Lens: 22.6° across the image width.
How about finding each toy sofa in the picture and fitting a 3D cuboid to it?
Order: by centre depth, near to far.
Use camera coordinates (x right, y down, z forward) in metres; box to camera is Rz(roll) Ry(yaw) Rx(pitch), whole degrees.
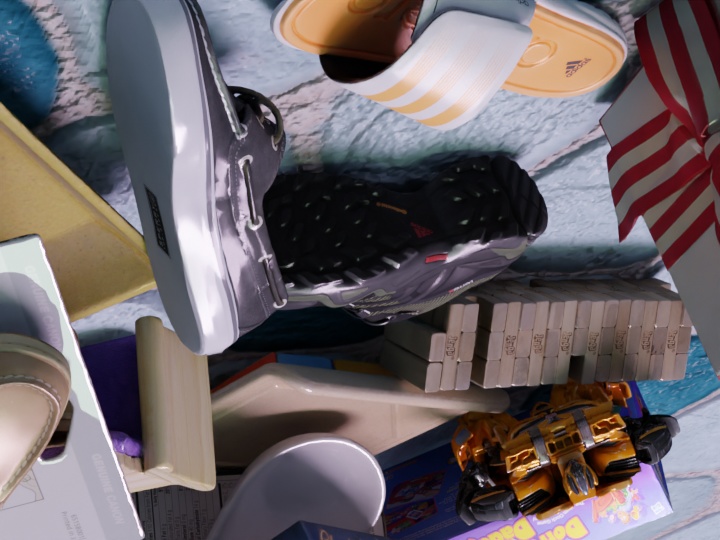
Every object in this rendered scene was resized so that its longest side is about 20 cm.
[{"bbox_3d":[-0.183,0.086,0.957,0.199,0.083,0.098,-15,158,23],"label":"toy sofa"}]

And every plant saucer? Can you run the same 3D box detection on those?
[{"bbox_3d":[-0.215,-0.016,0.829,0.199,0.049,0.200,-23,153,9],"label":"plant saucer"}]

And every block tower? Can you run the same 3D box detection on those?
[{"bbox_3d":[0.114,0.037,1.091,0.199,0.058,0.054,-2,105,-30],"label":"block tower"}]

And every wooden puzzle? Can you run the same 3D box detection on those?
[{"bbox_3d":[-0.037,0.089,1.120,0.184,0.037,0.200,9,157,-41],"label":"wooden puzzle"}]

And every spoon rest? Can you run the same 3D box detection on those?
[{"bbox_3d":[-0.076,0.165,1.094,0.199,0.061,0.100,-28,127,3],"label":"spoon rest"}]

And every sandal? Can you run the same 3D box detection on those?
[{"bbox_3d":[0.056,-0.098,0.824,0.206,0.059,0.079,7,144,-39],"label":"sandal"}]

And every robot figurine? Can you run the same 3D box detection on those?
[{"bbox_3d":[0.118,0.106,1.135,0.144,0.058,0.200,-22,-175,-2],"label":"robot figurine"}]

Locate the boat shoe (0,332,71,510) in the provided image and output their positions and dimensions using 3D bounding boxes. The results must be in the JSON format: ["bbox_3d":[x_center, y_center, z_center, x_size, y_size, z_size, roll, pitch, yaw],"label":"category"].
[{"bbox_3d":[-0.191,0.110,0.785,0.071,0.065,0.200,28,116,-32],"label":"boat shoe"}]

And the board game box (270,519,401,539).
[{"bbox_3d":[-0.040,0.210,1.104,0.135,0.035,0.200,-36,157,13],"label":"board game box"}]

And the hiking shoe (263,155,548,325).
[{"bbox_3d":[0.000,0.000,0.954,0.199,0.076,0.101,-7,148,-22],"label":"hiking shoe"}]

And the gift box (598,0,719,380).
[{"bbox_3d":[0.234,-0.046,0.892,0.186,0.185,0.200,-3,143,-30],"label":"gift box"}]

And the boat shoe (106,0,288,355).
[{"bbox_3d":[-0.064,-0.048,0.809,0.066,0.070,0.201,-25,132,-21],"label":"boat shoe"}]

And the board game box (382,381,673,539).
[{"bbox_3d":[0.108,0.152,1.242,0.199,0.135,0.045,-24,110,12],"label":"board game box"}]

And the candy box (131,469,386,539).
[{"bbox_3d":[-0.096,0.180,1.208,0.199,0.061,0.136,-1,157,-15],"label":"candy box"}]

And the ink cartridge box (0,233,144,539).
[{"bbox_3d":[-0.206,0.067,0.817,0.173,0.044,0.201,-16,130,-5],"label":"ink cartridge box"}]

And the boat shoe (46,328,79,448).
[{"bbox_3d":[-0.227,0.086,0.888,0.200,0.063,0.073,-20,153,4],"label":"boat shoe"}]
